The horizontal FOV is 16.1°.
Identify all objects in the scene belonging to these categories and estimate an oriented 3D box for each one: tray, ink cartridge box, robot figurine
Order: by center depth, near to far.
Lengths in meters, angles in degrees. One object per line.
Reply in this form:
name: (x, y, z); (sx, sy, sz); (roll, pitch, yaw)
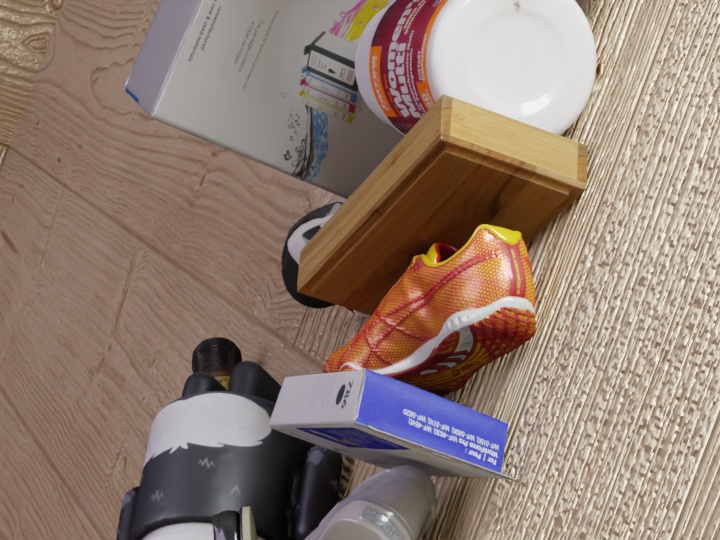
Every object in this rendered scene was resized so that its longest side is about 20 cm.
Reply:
ink cartridge box: (0.021, 0.093, 1.522); (0.200, 0.099, 0.039); (-6, 63, 71)
tray: (0.047, -0.029, 1.568); (0.200, 0.098, 0.037); (-47, 32, 50)
robot figurine: (-0.094, 0.166, 1.763); (0.150, 0.124, 0.201); (123, 160, -53)
ink cartridge box: (-0.043, -0.146, 1.820); (0.145, 0.199, 0.147); (-66, 17, 5)

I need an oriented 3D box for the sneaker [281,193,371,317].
sneaker: (0.000, 0.000, 1.732); (0.200, 0.074, 0.089); (-37, 41, 54)

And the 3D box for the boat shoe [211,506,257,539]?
boat shoe: (-0.093, 0.253, 1.648); (0.074, 0.063, 0.203); (-64, -23, -83)

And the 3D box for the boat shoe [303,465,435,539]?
boat shoe: (-0.005, 0.176, 1.578); (0.069, 0.072, 0.200); (-47, -10, -32)

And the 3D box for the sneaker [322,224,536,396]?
sneaker: (0.045, 0.030, 1.562); (0.200, 0.073, 0.078); (-31, 54, 48)

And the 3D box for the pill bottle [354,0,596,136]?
pill bottle: (0.066, -0.132, 1.617); (0.110, 0.109, 0.200); (-71, 17, -2)

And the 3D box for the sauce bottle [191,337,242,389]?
sauce bottle: (-0.108, 0.120, 1.952); (0.065, 0.064, 0.200); (-62, 20, 25)
